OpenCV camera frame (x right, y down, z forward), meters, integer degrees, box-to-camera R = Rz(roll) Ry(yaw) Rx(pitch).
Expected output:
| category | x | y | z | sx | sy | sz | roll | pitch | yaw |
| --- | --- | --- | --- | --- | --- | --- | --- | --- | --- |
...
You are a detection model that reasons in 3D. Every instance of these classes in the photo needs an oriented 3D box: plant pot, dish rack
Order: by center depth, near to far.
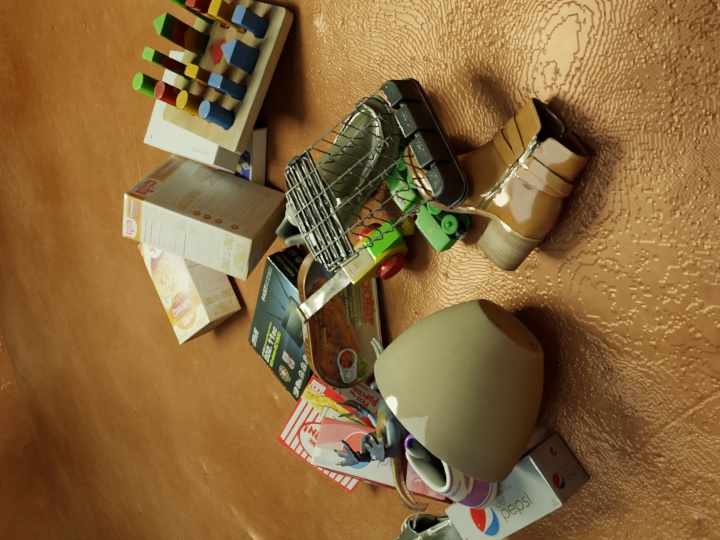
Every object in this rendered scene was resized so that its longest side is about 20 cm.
| category | x | y | z | sx | sy | sz | roll | pitch | yaw |
| --- | --- | --- | --- | --- | --- | --- | --- | --- | --- |
| dish rack | 0.007 | -0.100 | 0.845 | 0.198 | 0.054 | 0.156 | -34 | 73 | 29 |
| plant pot | 0.131 | 0.114 | 0.865 | 0.200 | 0.199 | 0.136 | 45 | 109 | 25 |

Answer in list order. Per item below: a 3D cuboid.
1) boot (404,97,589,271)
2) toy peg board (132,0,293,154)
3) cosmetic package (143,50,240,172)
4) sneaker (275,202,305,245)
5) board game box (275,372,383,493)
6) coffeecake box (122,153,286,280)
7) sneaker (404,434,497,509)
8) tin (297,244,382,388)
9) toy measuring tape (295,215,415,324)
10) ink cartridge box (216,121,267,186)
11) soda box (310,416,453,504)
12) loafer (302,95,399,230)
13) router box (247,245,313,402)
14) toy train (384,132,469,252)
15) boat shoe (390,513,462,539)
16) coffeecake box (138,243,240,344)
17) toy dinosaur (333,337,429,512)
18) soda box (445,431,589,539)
| category | x | y | z | sx | sy | sz | roll | pitch | yaw |
| --- | --- | --- | --- | --- | --- | --- | --- | --- | --- |
| boot | 0.140 | -0.119 | 0.815 | 0.201 | 0.075 | 0.157 | 53 | 135 | 29 |
| toy peg board | -0.219 | -0.295 | 1.063 | 0.197 | 0.097 | 0.205 | 27 | 98 | 40 |
| cosmetic package | -0.243 | -0.246 | 1.169 | 0.197 | 0.051 | 0.155 | 21 | 92 | 41 |
| sneaker | -0.052 | -0.097 | 1.034 | 0.076 | 0.091 | 0.201 | 52 | 138 | 18 |
| board game box | -0.033 | 0.239 | 1.163 | 0.150 | 0.047 | 0.202 | 33 | 135 | 4 |
| coffeecake box | -0.227 | -0.084 | 1.132 | 0.195 | 0.154 | 0.074 | 20 | 124 | 5 |
| sneaker | 0.092 | 0.191 | 0.943 | 0.073 | 0.113 | 0.202 | -49 | 40 | 20 |
| tin | -0.028 | 0.061 | 1.060 | 0.042 | 0.109 | 0.206 | -157 | 59 | -66 |
| toy measuring tape | 0.000 | 0.000 | 1.002 | 0.199 | 0.073 | 0.074 | -43 | 73 | 16 |
| ink cartridge box | -0.193 | -0.147 | 1.220 | 0.094 | 0.037 | 0.205 | 32 | 127 | 35 |
| soda box | 0.036 | 0.259 | 1.042 | 0.195 | 0.064 | 0.072 | 9 | 72 | 21 |
| loafer | -0.017 | -0.118 | 0.925 | 0.075 | 0.069 | 0.202 | 46 | 129 | 24 |
| router box | -0.099 | 0.087 | 1.197 | 0.150 | 0.061 | 0.203 | 45 | 137 | 27 |
| toy train | 0.059 | -0.108 | 0.931 | 0.202 | 0.041 | 0.057 | 54 | 125 | 17 |
| boat shoe | 0.095 | 0.386 | 1.111 | 0.198 | 0.070 | 0.065 | -32 | 84 | 43 |
| coffeecake box | -0.316 | 0.011 | 1.396 | 0.153 | 0.072 | 0.204 | -31 | 82 | 52 |
| toy dinosaur | 0.035 | 0.202 | 1.012 | 0.104 | 0.181 | 0.202 | -36 | 85 | 32 |
| soda box | 0.189 | 0.281 | 0.950 | 0.069 | 0.063 | 0.201 | 54 | 139 | 16 |
